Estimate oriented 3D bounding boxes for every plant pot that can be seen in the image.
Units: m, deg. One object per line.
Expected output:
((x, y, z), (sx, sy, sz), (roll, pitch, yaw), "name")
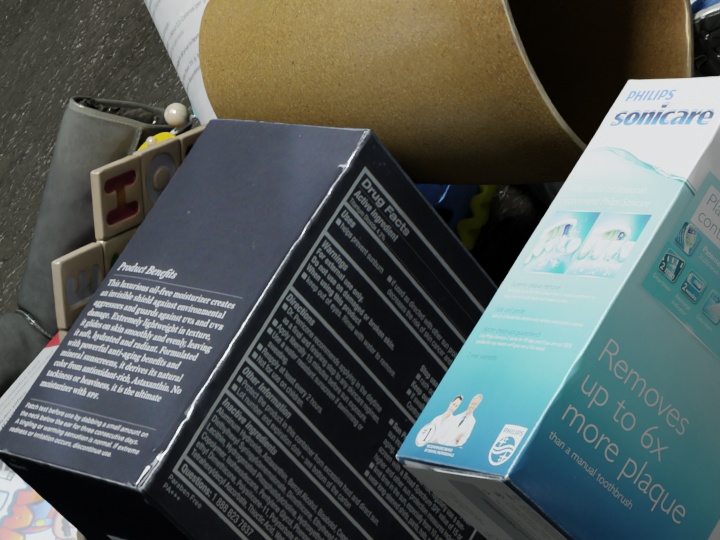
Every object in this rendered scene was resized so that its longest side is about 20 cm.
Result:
((0.027, -0.116, 1.163), (0.199, 0.187, 0.187), (-13, 42, 32), "plant pot")

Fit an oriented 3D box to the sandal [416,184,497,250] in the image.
((0.000, 0.000, 1.312), (0.200, 0.087, 0.079), (-53, 2, 5), "sandal")

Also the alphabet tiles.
((-0.093, 0.036, 1.209), (0.007, 0.202, 0.167), (8, 21, 31), "alphabet tiles")

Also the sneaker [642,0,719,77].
((0.215, -0.134, 1.226), (0.199, 0.079, 0.089), (-33, 22, 13), "sneaker")

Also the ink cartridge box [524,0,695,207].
((0.158, -0.118, 1.336), (0.199, 0.050, 0.162), (-31, 26, -4), "ink cartridge box")

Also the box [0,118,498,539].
((-0.030, 0.068, 1.156), (0.123, 0.200, 0.199), (9, 58, 47), "box")

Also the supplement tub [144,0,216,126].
((-0.046, -0.144, 1.350), (0.131, 0.201, 0.132), (-25, -12, -6), "supplement tub")

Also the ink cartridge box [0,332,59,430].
((-0.131, 0.100, 1.421), (0.144, 0.084, 0.200), (-49, 28, 1), "ink cartridge box")

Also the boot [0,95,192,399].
((-0.194, -0.008, 1.519), (0.072, 0.181, 0.201), (35, 114, 27), "boot")

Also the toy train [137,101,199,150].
((-0.075, -0.060, 1.457), (0.150, 0.056, 0.201), (10, 68, 50), "toy train")

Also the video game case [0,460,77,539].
((-0.162, 0.191, 1.258), (0.181, 0.024, 0.201), (14, 59, 24), "video game case")

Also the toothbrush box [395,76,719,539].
((0.132, 0.041, 1.026), (0.085, 0.146, 0.201), (3, 55, 57), "toothbrush box")
